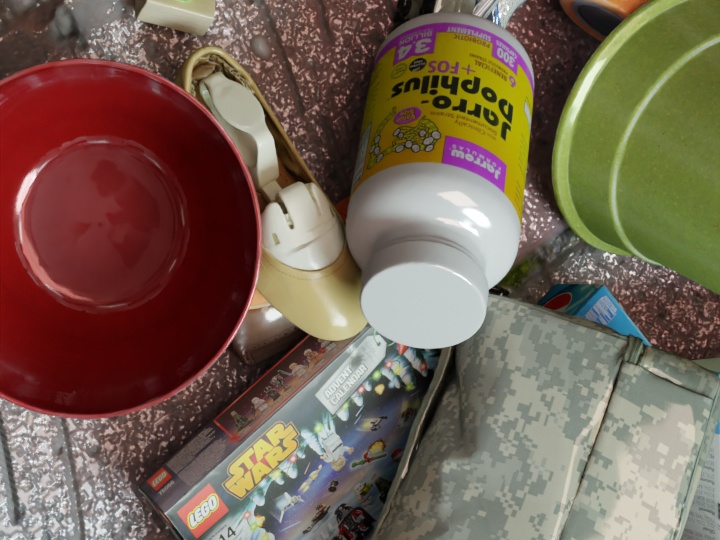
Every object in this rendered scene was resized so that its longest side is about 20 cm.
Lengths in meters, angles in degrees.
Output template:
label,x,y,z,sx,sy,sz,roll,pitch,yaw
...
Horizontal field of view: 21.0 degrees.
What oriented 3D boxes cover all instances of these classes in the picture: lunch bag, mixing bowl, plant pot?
label,x,y,z,sx,sy,sz,roll,pitch,yaw
lunch bag,0.107,0.122,1.163,0.166,0.139,0.201,23,78,-1
mixing bowl,-0.155,-0.021,1.128,0.198,0.108,0.202,0,96,-2
plant pot,0.255,-0.053,1.219,0.199,0.190,0.202,-18,128,-24

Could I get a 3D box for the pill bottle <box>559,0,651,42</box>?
label,x,y,z,sx,sy,sz,roll,pitch,yaw
pill bottle,0.208,-0.244,1.278,0.106,0.106,0.201,35,80,-19

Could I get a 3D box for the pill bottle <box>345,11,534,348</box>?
label,x,y,z,sx,sy,sz,roll,pitch,yaw
pill bottle,0.047,-0.054,1.157,0.104,0.104,0.201,27,46,-20

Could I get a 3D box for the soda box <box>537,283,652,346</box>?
label,x,y,z,sx,sy,sz,roll,pitch,yaw
soda box,0.185,0.102,1.299,0.064,0.068,0.200,-44,106,-16

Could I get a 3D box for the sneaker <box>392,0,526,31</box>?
label,x,y,z,sx,sy,sz,roll,pitch,yaw
sneaker,0.089,-0.218,1.256,0.085,0.077,0.202,18,95,-25

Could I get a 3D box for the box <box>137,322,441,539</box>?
label,x,y,z,sx,sy,sz,roll,pitch,yaw
box,-0.025,0.117,1.202,0.200,0.040,0.137,-42,129,-13

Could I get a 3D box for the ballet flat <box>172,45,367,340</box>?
label,x,y,z,sx,sy,sz,roll,pitch,yaw
ballet flat,-0.057,-0.049,1.158,0.068,0.063,0.201,-28,72,-23

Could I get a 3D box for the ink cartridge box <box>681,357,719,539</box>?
label,x,y,z,sx,sy,sz,roll,pitch,yaw
ink cartridge box,0.261,0.158,1.257,0.115,0.068,0.202,-3,95,-26

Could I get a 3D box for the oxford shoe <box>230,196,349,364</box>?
label,x,y,z,sx,sy,sz,roll,pitch,yaw
oxford shoe,0.000,0.000,1.235,0.198,0.071,0.073,-19,121,-18

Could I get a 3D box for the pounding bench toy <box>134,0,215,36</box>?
label,x,y,z,sx,sy,sz,roll,pitch,yaw
pounding bench toy,-0.081,-0.245,1.137,0.123,0.156,0.202,3,91,-21
